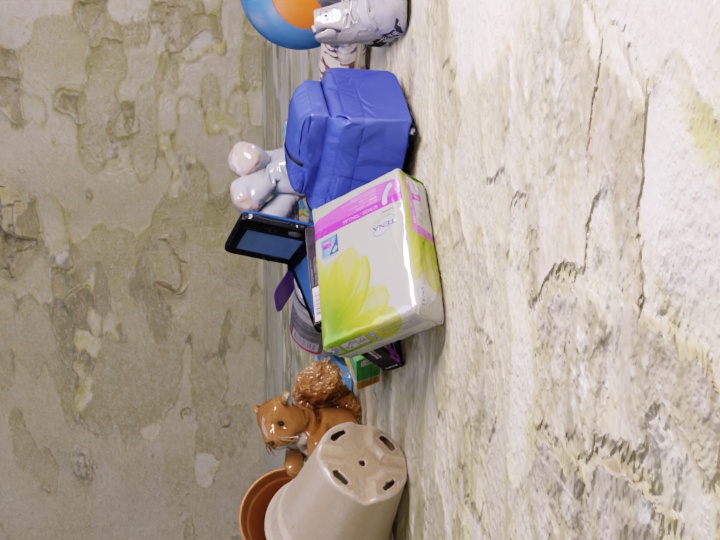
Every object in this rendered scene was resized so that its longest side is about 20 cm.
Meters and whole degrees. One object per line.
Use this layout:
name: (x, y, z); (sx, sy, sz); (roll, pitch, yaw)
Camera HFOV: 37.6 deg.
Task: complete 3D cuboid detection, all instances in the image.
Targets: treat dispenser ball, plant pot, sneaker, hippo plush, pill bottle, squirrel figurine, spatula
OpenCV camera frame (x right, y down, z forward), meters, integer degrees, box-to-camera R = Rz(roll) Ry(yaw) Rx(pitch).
treat dispenser ball: (-0.099, -0.461, 1.714); (0.201, 0.197, 0.205); (178, 90, -80)
plant pot: (-0.146, 0.532, 2.227); (0.141, 0.197, 0.203); (74, -173, -60)
sneaker: (-0.004, -0.349, 1.442); (0.200, 0.113, 0.077); (169, 99, -80)
hippo plush: (-0.086, -0.133, 1.601); (0.199, 0.159, 0.162); (-18, -83, -57)
pill bottle: (-0.061, 0.050, 1.838); (0.201, 0.112, 0.115); (103, 162, -53)
plant pot: (-0.021, 0.326, 1.515); (0.202, 0.197, 0.185); (-102, 26, -44)
squirrel figurine: (-0.088, 0.250, 1.786); (0.141, 0.185, 0.202); (-27, 38, 47)
spatula: (-0.077, -0.008, 1.707); (0.020, 0.200, 0.057); (29, 144, 28)

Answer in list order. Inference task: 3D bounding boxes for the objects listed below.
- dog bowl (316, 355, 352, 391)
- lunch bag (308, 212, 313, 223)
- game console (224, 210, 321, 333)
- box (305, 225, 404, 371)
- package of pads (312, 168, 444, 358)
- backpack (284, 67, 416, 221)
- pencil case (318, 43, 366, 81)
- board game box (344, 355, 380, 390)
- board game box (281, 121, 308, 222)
dog bowl: (-0.052, 0.166, 1.983); (0.112, 0.049, 0.203); (111, 155, -64)
lunch bag: (-0.012, -0.165, 1.661); (0.200, 0.093, 0.153); (147, 123, -64)
game console: (-0.112, 0.007, 1.540); (0.200, 0.168, 0.120); (139, 140, -70)
box: (-0.006, 0.040, 1.442); (0.200, 0.036, 0.145); (37, -141, -51)
package of pads: (0.021, -0.008, 1.301); (0.153, 0.068, 0.203); (-23, 60, 32)
backpack: (-0.021, -0.155, 1.435); (0.164, 0.165, 0.202); (-95, 11, -52)
pencil case: (-0.021, -0.361, 1.639); (0.089, 0.077, 0.202); (45, 142, 40)
board game box: (-0.023, 0.064, 1.605); (0.153, 0.040, 0.202); (90, 159, -67)
board game box: (-0.100, -0.185, 2.042); (0.201, 0.101, 0.106); (104, 161, -58)
